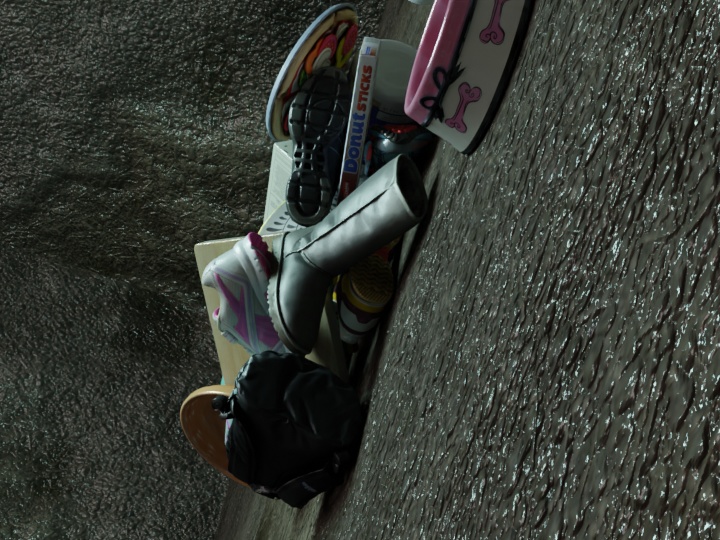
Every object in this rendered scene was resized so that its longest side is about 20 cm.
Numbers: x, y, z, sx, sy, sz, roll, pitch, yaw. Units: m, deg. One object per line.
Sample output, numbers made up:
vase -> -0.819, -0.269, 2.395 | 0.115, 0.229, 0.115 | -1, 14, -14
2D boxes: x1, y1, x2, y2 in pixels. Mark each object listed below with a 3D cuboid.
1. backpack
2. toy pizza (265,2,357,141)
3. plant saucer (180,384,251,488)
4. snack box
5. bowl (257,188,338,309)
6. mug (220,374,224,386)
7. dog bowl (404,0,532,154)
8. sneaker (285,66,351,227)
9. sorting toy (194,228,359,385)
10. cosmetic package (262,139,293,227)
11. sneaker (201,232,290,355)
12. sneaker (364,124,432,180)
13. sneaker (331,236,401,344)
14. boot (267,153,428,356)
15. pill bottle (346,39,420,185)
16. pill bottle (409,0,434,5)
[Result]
backpack -> -0.079, 0.183, 1.414 | 0.127, 0.166, 0.200 | -55, -8, -33
toy pizza -> -0.054, -0.250, 1.599 | 0.201, 0.032, 0.200 | -54, -13, -18
plant saucer -> -0.143, 0.218, 1.631 | 0.038, 0.199, 0.201 | -58, -4, -38
snack box -> -0.002, -0.177, 1.511 | 0.072, 0.024, 0.201 | -81, 1, -62
bowl -> -0.044, -0.009, 1.666 | 0.094, 0.200, 0.202 | 39, 118, 40
mug -> -0.135, 0.177, 1.718 | 0.152, 0.184, 0.115 | -50, 20, 29
dog bowl -> 0.102, -0.219, 1.202 | 0.200, 0.073, 0.202 | -162, 90, -84
sneaker -> -0.055, -0.154, 1.551 | 0.079, 0.075, 0.202 | 6, -85, -84
sorting toy -> -0.099, 0.049, 1.576 | 0.069, 0.198, 0.202 | -22, -77, -51
cosmetic package -> -0.079, -0.073, 1.736 | 0.103, 0.073, 0.201 | 43, 134, 40
sneaker -> -0.125, 0.058, 1.472 | 0.081, 0.088, 0.201 | -77, -33, -73
sneaker -> 0.047, -0.128, 1.561 | 0.200, 0.079, 0.096 | 122, 148, -84
sneaker -> 0.000, 0.000, 1.504 | 0.201, 0.074, 0.090 | -79, 14, -54
boot -> -0.011, -0.016, 1.387 | 0.199, 0.072, 0.183 | -24, 54, 25
pill bottle -> 0.021, -0.205, 1.703 | 0.201, 0.119, 0.120 | 114, 172, -48
pill bottle -> 0.107, -0.445, 1.658 | 0.200, 0.112, 0.114 | 120, 167, -65
